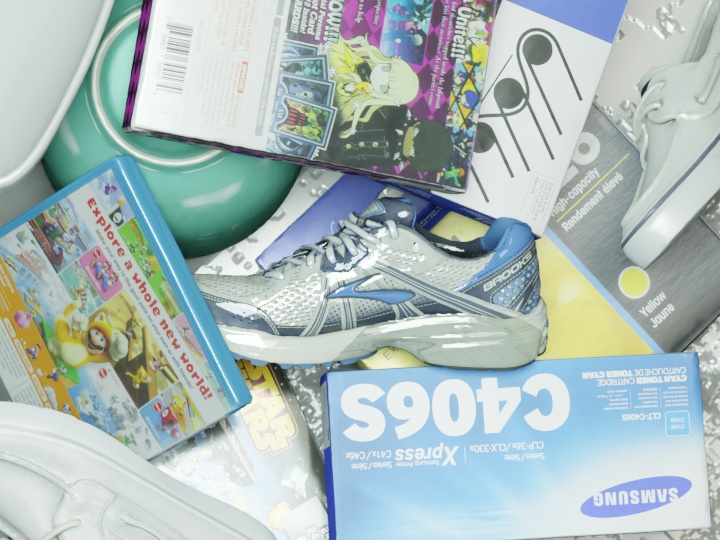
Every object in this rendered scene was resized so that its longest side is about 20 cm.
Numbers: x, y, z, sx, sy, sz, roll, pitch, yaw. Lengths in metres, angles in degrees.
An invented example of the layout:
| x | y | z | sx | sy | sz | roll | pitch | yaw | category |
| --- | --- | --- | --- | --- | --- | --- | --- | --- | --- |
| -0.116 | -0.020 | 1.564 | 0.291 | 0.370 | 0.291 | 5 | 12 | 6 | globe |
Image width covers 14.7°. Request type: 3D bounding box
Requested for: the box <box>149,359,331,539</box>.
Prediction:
| x | y | z | sx | sy | sz | roll | pitch | yaw | category |
| --- | --- | --- | --- | --- | --- | --- | --- | --- | --- |
| -0.084 | 0.124 | 1.498 | 0.136 | 0.040 | 0.201 | -23 | 85 | -6 | box |

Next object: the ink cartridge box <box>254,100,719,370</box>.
| x | y | z | sx | sy | sz | roll | pitch | yaw | category |
| --- | --- | --- | --- | --- | --- | --- | --- | --- | --- |
| 0.080 | -0.001 | 1.527 | 0.198 | 0.047 | 0.200 | -44 | 90 | -8 | ink cartridge box |

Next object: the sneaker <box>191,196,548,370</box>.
| x | y | z | sx | sy | sz | roll | pitch | yaw | category |
| --- | --- | --- | --- | --- | --- | --- | --- | --- | --- |
| 0.000 | 0.000 | 1.453 | 0.199 | 0.077 | 0.086 | 0 | 108 | -8 | sneaker |

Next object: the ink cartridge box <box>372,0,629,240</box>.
| x | y | z | sx | sy | sz | roll | pitch | yaw | category |
| --- | --- | --- | --- | --- | --- | --- | --- | --- | --- |
| 0.085 | -0.126 | 1.490 | 0.094 | 0.044 | 0.201 | 21 | 86 | -8 | ink cartridge box |

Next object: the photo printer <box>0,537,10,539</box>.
| x | y | z | sx | sy | sz | roll | pitch | yaw | category |
| --- | --- | --- | --- | --- | --- | --- | --- | --- | --- |
| -0.164 | 0.263 | 1.440 | 0.200 | 0.069 | 0.167 | 41 | 100 | 2 | photo printer |

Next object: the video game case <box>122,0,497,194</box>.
| x | y | z | sx | sy | sz | roll | pitch | yaw | category |
| --- | --- | --- | --- | --- | --- | --- | --- | --- | --- |
| -0.017 | -0.152 | 1.425 | 0.180 | 0.036 | 0.201 | 9 | 87 | -15 | video game case |

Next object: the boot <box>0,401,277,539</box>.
| x | y | z | sx | sy | sz | roll | pitch | yaw | category |
| --- | --- | --- | --- | --- | --- | --- | --- | --- | --- |
| -0.133 | 0.142 | 1.405 | 0.199 | 0.074 | 0.096 | 24 | 38 | -10 | boot |

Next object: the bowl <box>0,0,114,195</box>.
| x | y | z | sx | sy | sz | roll | pitch | yaw | category |
| --- | --- | --- | --- | --- | --- | --- | --- | --- | --- |
| -0.227 | -0.137 | 1.410 | 0.199 | 0.075 | 0.201 | 22 | 70 | -1 | bowl |

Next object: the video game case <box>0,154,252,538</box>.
| x | y | z | sx | sy | sz | roll | pitch | yaw | category |
| --- | --- | --- | --- | --- | --- | --- | --- | --- | --- |
| -0.164 | 0.048 | 1.457 | 0.199 | 0.018 | 0.144 | -30 | 84 | 28 | video game case |

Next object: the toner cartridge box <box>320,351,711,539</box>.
| x | y | z | sx | sy | sz | roll | pitch | yaw | category |
| --- | --- | --- | --- | --- | --- | --- | --- | --- | --- |
| 0.081 | 0.095 | 1.472 | 0.199 | 0.043 | 0.096 | -3 | 85 | -5 | toner cartridge box |

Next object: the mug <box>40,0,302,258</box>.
| x | y | z | sx | sy | sz | roll | pitch | yaw | category |
| --- | --- | --- | --- | --- | --- | --- | --- | --- | --- |
| -0.112 | -0.099 | 1.488 | 0.185 | 0.114 | 0.152 | 39 | 81 | 1 | mug |

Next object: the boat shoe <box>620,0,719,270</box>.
| x | y | z | sx | sy | sz | roll | pitch | yaw | category |
| --- | --- | --- | --- | --- | --- | --- | --- | --- | --- |
| 0.177 | -0.083 | 1.503 | 0.066 | 0.072 | 0.200 | 36 | 56 | -1 | boat shoe |
